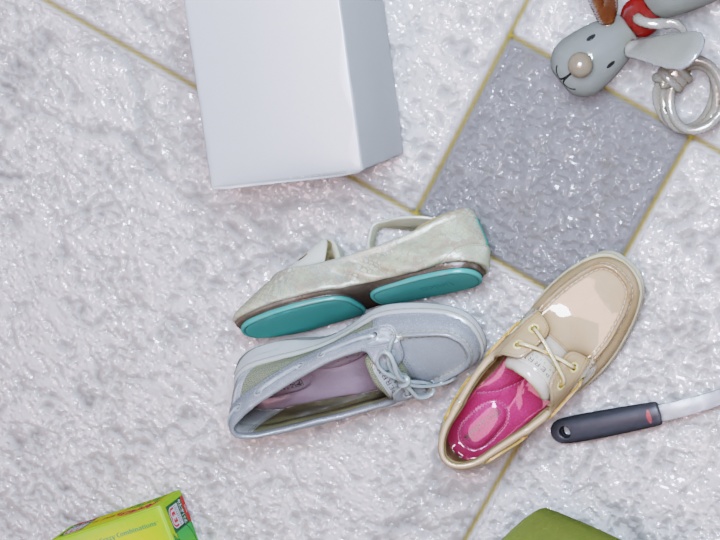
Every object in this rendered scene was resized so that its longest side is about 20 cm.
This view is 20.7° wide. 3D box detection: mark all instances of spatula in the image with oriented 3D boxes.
[{"bbox_3d":[0.231,0.097,1.415,0.199,0.021,0.057,-13,97,18],"label":"spatula"}]

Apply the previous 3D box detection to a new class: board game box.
[{"bbox_3d":[-0.157,0.284,1.542,0.101,0.048,0.200,-20,94,18],"label":"board game box"}]

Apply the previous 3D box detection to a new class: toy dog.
[{"bbox_3d":[0.213,-0.190,1.322,0.132,0.096,0.200,29,106,9],"label":"toy dog"}]

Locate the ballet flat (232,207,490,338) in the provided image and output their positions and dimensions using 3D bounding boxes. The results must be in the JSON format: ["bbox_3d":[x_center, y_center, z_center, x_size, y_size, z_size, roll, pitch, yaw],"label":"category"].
[{"bbox_3d":[0.000,0.000,1.451,0.199,0.067,0.063,-13,67,14],"label":"ballet flat"}]

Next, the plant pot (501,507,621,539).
[{"bbox_3d":[0.172,0.269,1.393,0.200,0.187,0.187,41,108,19],"label":"plant pot"}]

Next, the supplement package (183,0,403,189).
[{"bbox_3d":[-0.049,-0.167,1.397,0.117,0.117,0.201,-6,97,16],"label":"supplement package"}]

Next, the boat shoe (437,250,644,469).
[{"bbox_3d":[0.128,0.072,1.413,0.074,0.069,0.200,40,107,6],"label":"boat shoe"}]

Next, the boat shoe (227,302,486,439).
[{"bbox_3d":[-0.004,0.078,1.441,0.201,0.065,0.075,-12,128,20],"label":"boat shoe"}]
